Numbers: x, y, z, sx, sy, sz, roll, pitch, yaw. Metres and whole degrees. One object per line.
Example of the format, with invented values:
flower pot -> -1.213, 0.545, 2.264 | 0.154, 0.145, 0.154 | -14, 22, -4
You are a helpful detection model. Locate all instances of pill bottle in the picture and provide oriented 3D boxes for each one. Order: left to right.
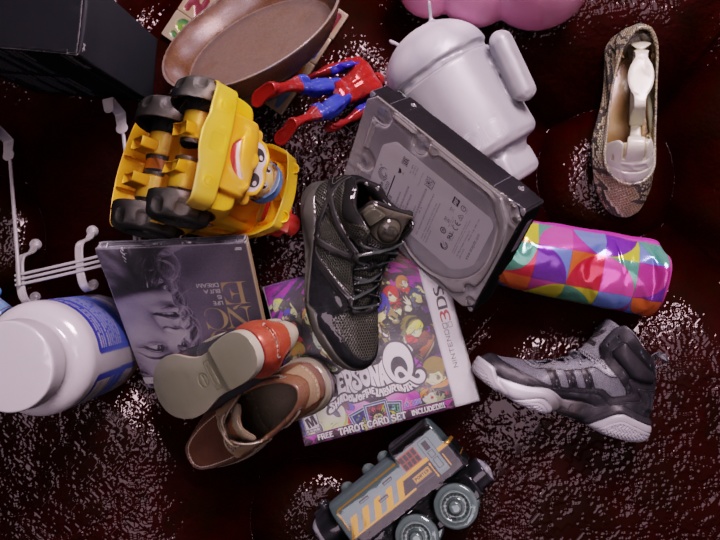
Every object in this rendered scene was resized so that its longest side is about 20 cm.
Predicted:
pill bottle -> -0.304, 0.083, 0.764 | 0.112, 0.200, 0.112 | 0, 90, 4

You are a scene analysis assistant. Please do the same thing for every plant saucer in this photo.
plant saucer -> -0.107, -0.237, 0.774 | 0.200, 0.200, 0.035 | -27, 132, 4

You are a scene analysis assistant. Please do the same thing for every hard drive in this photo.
hard drive -> 0.069, -0.072, 0.751 | 0.200, 0.038, 0.140 | 44, 137, 22

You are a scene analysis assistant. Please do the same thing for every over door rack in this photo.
over door rack -> -0.310, -0.074, 0.833 | 0.147, 0.067, 0.201 | -13, 83, 2

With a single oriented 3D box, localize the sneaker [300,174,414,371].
sneaker -> 0.000, 0.000, 0.753 | 0.076, 0.114, 0.200 | -1, 84, -38

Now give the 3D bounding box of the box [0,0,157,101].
box -> -0.304, -0.230, 0.761 | 0.141, 0.200, 0.079 | 8, 91, 3

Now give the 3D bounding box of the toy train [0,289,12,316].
toy train -> -0.445, 0.054, 0.831 | 0.200, 0.087, 0.114 | 35, 87, 4

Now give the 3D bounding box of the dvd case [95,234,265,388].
dvd case -> -0.174, 0.049, 0.788 | 0.148, 0.016, 0.200 | -3, 130, 3

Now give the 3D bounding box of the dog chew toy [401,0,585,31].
dog chew toy -> 0.131, -0.306, 0.778 | 0.199, 0.125, 0.125 | -2, 91, 12

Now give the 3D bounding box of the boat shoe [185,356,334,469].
boat shoe -> -0.120, 0.154, 0.799 | 0.200, 0.072, 0.076 | -38, 80, 23

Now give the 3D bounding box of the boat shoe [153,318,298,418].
boat shoe -> -0.143, 0.098, 0.773 | 0.200, 0.063, 0.071 | -30, 87, 41

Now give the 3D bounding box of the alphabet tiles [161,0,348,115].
alphabet tiles -> -0.118, -0.274, 0.846 | 0.166, 0.006, 0.200 | 34, 92, 3

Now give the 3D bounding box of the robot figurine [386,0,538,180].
robot figurine -> 0.101, -0.171, 0.778 | 0.169, 0.113, 0.200 | -32, 89, 38

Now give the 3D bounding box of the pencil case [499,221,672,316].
pencil case -> 0.216, -0.010, 0.791 | 0.199, 0.088, 0.089 | 13, 91, 1

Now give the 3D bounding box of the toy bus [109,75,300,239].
toy bus -> -0.130, -0.085, 0.756 | 0.192, 0.200, 0.136 | 21, 75, -34

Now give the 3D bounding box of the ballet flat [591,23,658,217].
ballet flat -> 0.280, -0.157, 0.788 | 0.068, 0.075, 0.201 | 3, 91, 3

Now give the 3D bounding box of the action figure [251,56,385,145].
action figure -> -0.030, -0.176, 0.760 | 0.052, 0.200, 0.065 | -36, 89, 40

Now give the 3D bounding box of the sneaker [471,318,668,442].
sneaker -> 0.223, 0.098, 0.798 | 0.200, 0.075, 0.114 | 20, 91, -3

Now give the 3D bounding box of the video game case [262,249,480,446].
video game case -> 0.012, 0.078, 0.827 | 0.199, 0.036, 0.182 | -15, 88, 4

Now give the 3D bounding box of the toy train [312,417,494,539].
toy train -> 0.043, 0.250, 0.809 | 0.200, 0.085, 0.114 | -40, 76, 5
